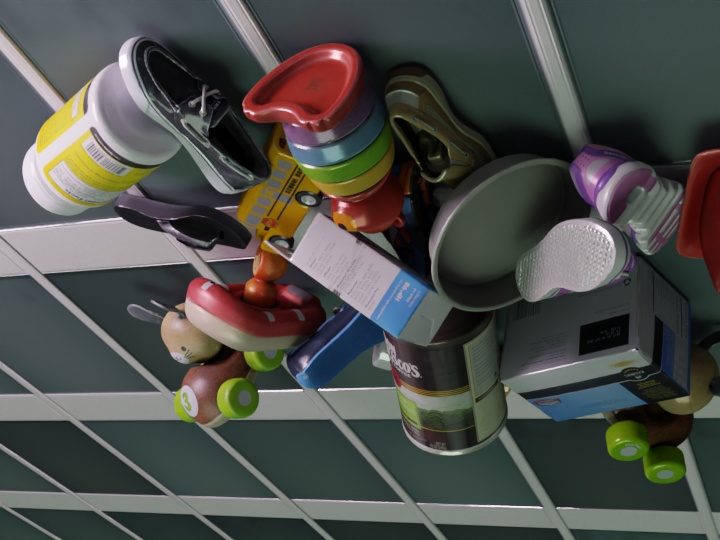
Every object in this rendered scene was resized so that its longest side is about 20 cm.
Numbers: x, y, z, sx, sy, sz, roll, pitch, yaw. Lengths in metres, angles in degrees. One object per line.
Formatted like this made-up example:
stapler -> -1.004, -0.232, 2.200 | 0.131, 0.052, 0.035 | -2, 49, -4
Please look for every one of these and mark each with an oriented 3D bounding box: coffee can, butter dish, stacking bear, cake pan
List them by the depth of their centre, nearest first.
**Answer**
butter dish -> 0.431, -0.023, 1.098 | 0.197, 0.149, 0.200 | -2, 148, 9
stacking bear -> -0.015, -0.118, 1.111 | 0.121, 0.114, 0.201 | 15, 146, 37
cake pan -> 0.157, -0.044, 1.178 | 0.198, 0.037, 0.202 | -18, 135, -19
coffee can -> 0.109, 0.115, 1.394 | 0.145, 0.147, 0.201 | 1, 130, 17

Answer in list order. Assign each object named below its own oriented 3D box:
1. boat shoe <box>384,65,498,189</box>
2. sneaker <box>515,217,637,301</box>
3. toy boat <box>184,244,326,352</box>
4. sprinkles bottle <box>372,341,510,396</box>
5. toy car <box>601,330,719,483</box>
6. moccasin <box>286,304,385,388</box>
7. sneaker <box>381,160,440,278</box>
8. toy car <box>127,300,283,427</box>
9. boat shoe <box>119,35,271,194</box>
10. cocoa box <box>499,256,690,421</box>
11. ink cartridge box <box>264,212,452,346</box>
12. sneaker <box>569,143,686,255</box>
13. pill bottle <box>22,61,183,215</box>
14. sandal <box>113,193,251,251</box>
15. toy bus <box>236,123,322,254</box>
boat shoe -> 0.082, -0.121, 1.134 | 0.071, 0.077, 0.200 | -14, 141, 35
sneaker -> 0.248, -0.018, 1.121 | 0.113, 0.074, 0.200 | -8, 176, -16
toy boat -> -0.131, 0.026, 1.418 | 0.130, 0.132, 0.199 | 27, -161, 39
sprinkles bottle -> 0.119, 0.125, 1.539 | 0.198, 0.069, 0.068 | 15, 149, -6
toy car -> 0.419, 0.150, 1.408 | 0.157, 0.166, 0.199 | 31, 132, -31
moccasin -> -0.016, 0.067, 1.410 | 0.068, 0.199, 0.081 | 31, 148, 48
sneaker -> 0.050, -0.061, 1.268 | 0.078, 0.076, 0.201 | 14, 146, 22
toy car -> -0.242, 0.111, 1.562 | 0.200, 0.159, 0.164 | 42, 150, -24
boat shoe -> -0.165, -0.163, 1.124 | 0.067, 0.072, 0.201 | -10, 126, 42
cocoa box -> 0.294, 0.091, 1.356 | 0.199, 0.135, 0.131 | -19, 139, 40
ink cartridge box -> 0.000, 0.000, 1.233 | 0.199, 0.067, 0.116 | 35, -175, 21
sneaker -> 0.280, -0.082, 1.143 | 0.088, 0.081, 0.199 | 41, -169, 36
pill bottle -> -0.287, -0.138, 1.196 | 0.114, 0.115, 0.199 | 31, 145, -30
sandal -> -0.220, -0.049, 1.350 | 0.198, 0.043, 0.076 | 10, 157, 27
toy bus -> -0.087, -0.096, 1.245 | 0.078, 0.066, 0.200 | 19, 149, -12
